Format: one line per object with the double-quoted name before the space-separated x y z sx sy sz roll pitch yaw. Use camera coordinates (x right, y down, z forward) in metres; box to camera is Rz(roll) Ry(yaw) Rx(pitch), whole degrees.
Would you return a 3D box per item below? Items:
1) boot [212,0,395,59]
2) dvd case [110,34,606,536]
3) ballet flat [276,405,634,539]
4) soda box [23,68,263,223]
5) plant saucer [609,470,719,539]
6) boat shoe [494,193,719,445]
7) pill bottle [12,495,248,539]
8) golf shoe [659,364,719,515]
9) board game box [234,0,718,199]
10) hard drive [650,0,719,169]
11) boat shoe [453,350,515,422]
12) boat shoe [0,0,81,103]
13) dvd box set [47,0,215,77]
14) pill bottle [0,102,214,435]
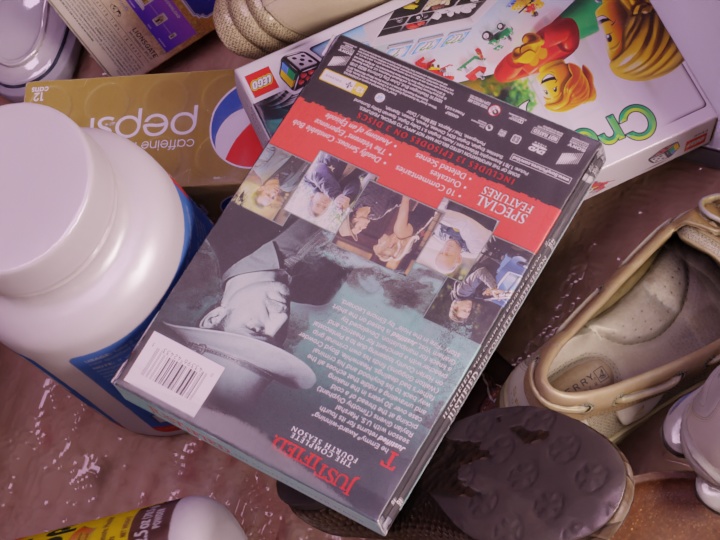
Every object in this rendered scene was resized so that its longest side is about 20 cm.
"boot" 0.022 -0.176 0.989 0.155 0.200 0.073 -29 98 35
"dvd case" 0.000 0.000 0.857 0.146 0.022 0.200 24 71 23
"ballet flat" 0.043 0.097 0.833 0.199 0.046 0.068 -5 51 46
"soda box" -0.077 -0.061 1.001 0.199 0.064 0.068 -2 68 17
"plant saucer" 0.150 0.183 0.810 0.199 0.037 0.201 10 57 -15
"boat shoe" 0.146 0.015 0.872 0.200 0.063 0.073 -31 72 -23
"pill bottle" -0.148 0.179 0.904 0.199 0.109 0.110 -15 66 10
"golf shoe" 0.225 0.032 0.834 0.200 0.097 0.078 -33 71 -23
"board game box" 0.054 -0.079 0.927 0.199 0.035 0.127 -25 70 -7
"hard drive" 0.184 -0.152 0.978 0.131 0.026 0.201 16 74 22
"boat shoe" 0.073 0.088 0.895 0.070 0.070 0.201 -24 73 15
"boat shoe" -0.206 -0.192 1.090 0.073 0.067 0.201 -17 66 11
"dvd box set" -0.086 -0.202 1.009 0.200 0.146 0.029 -32 41 7
"pill bottle" -0.124 0.000 0.916 0.112 0.200 0.113 -6 68 15
